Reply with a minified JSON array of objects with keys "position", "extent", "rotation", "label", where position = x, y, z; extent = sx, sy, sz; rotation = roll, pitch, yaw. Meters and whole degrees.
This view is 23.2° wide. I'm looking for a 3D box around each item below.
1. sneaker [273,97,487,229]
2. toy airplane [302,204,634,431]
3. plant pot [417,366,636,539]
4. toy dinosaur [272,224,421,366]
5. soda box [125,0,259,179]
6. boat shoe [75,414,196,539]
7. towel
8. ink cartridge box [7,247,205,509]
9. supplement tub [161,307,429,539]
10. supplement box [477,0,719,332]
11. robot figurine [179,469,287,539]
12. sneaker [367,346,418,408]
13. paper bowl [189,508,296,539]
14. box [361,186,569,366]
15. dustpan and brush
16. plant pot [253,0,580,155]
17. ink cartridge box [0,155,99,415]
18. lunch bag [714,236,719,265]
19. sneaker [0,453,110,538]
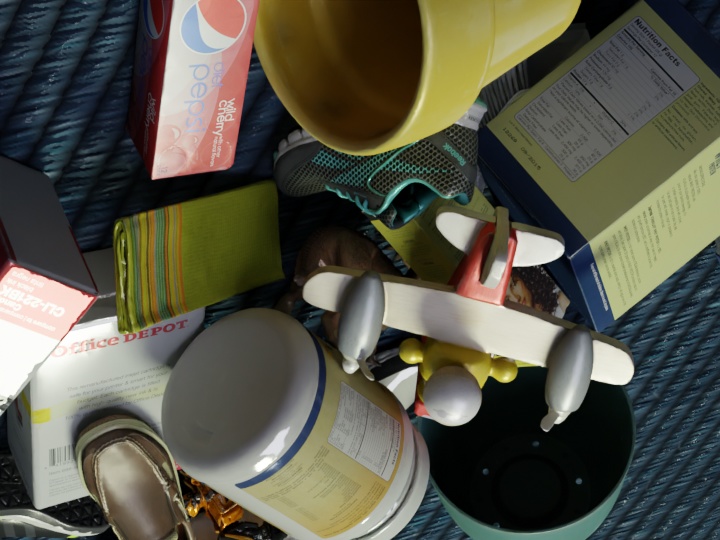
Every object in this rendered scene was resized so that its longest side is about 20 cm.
[{"position":[0.010,-0.074,1.342],"extent":[0.199,0.092,0.077],"rotation":[-14,163,40],"label":"sneaker"},{"position":[0.082,0.049,1.325],"extent":[0.199,0.142,0.199],"rotation":[-14,135,32],"label":"toy airplane"},{"position":[0.159,0.181,1.666],"extent":[0.199,0.201,0.161],"rotation":[-26,153,-7],"label":"plant pot"},{"position":[0.000,0.000,1.439],"extent":[0.199,0.085,0.136],"rotation":[27,84,-47],"label":"toy dinosaur"},{"position":[-0.119,-0.164,1.247],"extent":[0.070,0.064,0.201],"rotation":[-9,134,-24],"label":"soda box"},{"position":[-0.172,0.196,1.431],"extent":[0.074,0.075,0.203],"rotation":[-28,141,-6],"label":"boat shoe"},{"position":[-0.119,-0.014,1.335],"extent":[0.200,0.018,0.087],"rotation":[-20,113,-56],"label":"towel"},{"position":[-0.208,0.082,1.416],"extent":[0.144,0.084,0.201],"rotation":[-13,136,-23],"label":"ink cartridge box"},{"position":[-0.047,0.132,1.392],"extent":[0.144,0.145,0.200],"rotation":[-40,136,10],"label":"supplement tub"},{"position":[0.219,-0.086,1.426],"extent":[0.199,0.134,0.200],"rotation":[-39,157,-1],"label":"supplement box"},{"position":[-0.073,0.157,1.536],"extent":[0.199,0.145,0.058],"rotation":[-28,154,-19],"label":"robot figurine"},{"position":[-0.001,0.151,1.617],"extent":[0.200,0.080,0.074],"rotation":[-42,137,9],"label":"sneaker"},{"position":[-0.133,0.278,1.605],"extent":[0.199,0.105,0.201],"rotation":[-24,170,-5],"label":"paper bowl"},{"position":[0.090,-0.011,1.439],"extent":[0.200,0.050,0.076],"rotation":[47,57,-27],"label":"box"},{"position":[0.106,-0.110,1.436],"extent":[0.139,0.057,0.200],"rotation":[-11,151,-31],"label":"dustpan and brush"},{"position":[0.048,-0.202,1.231],"extent":[0.188,0.201,0.202],"rotation":[-23,141,-35],"label":"plant pot"},{"position":[-0.295,0.032,1.268],"extent":[0.083,0.145,0.200],"rotation":[23,115,-42],"label":"ink cartridge box"},{"position":[0.392,-0.035,1.631],"extent":[0.132,0.136,0.200],"rotation":[-37,140,7],"label":"lunch bag"},{"position":[-0.306,0.194,1.497],"extent":[0.199,0.072,0.083],"rotation":[17,146,-40],"label":"sneaker"}]
